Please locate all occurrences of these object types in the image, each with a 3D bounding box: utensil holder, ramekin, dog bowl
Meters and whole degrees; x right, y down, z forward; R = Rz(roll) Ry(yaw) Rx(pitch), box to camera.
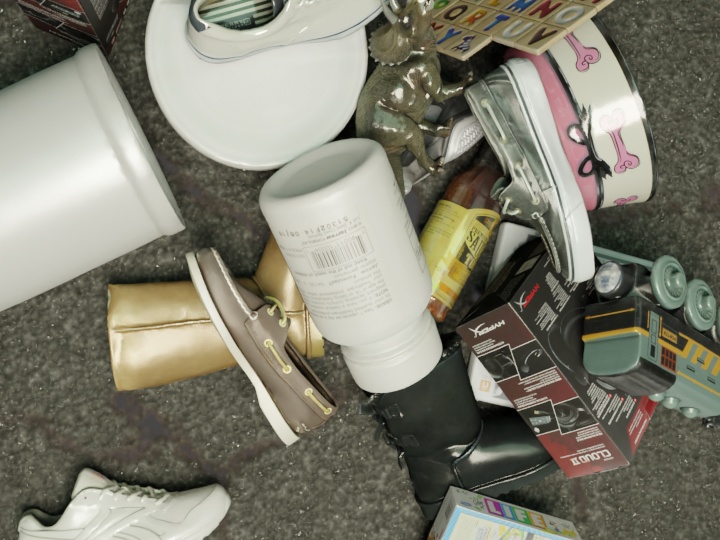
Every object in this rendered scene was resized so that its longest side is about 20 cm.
[{"bbox_3d":[-0.272,-0.068,0.674,0.198,0.170,0.172,-27,95,-8],"label":"utensil holder"},{"bbox_3d":[-0.096,-0.192,0.744,0.199,0.094,0.206,0,91,-11],"label":"ramekin"},{"bbox_3d":[0.200,-0.145,0.758,0.073,0.200,0.203,-23,94,4],"label":"dog bowl"}]

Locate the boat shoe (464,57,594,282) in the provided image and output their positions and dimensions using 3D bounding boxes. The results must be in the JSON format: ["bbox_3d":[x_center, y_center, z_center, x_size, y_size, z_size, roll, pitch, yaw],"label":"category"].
[{"bbox_3d":[0.144,-0.078,0.699,0.070,0.072,0.203,-22,98,3],"label":"boat shoe"}]

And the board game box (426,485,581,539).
[{"bbox_3d":[0.113,0.321,0.783,0.132,0.034,0.203,19,105,-10],"label":"board game box"}]

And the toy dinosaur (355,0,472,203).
[{"bbox_3d":[0.037,-0.147,0.716,0.101,0.077,0.203,16,113,-7],"label":"toy dinosaur"}]

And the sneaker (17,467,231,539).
[{"bbox_3d":[-0.219,0.223,0.731,0.197,0.078,0.101,-18,90,-11],"label":"sneaker"}]

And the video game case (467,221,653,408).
[{"bbox_3d":[0.219,0.063,0.841,0.197,0.023,0.185,14,88,-11],"label":"video game case"}]

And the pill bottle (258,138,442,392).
[{"bbox_3d":[0.000,0.000,0.697,0.113,0.114,0.202,-28,116,-10],"label":"pill bottle"}]

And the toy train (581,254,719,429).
[{"bbox_3d":[0.276,0.066,0.718,0.198,0.085,0.116,27,66,-31],"label":"toy train"}]

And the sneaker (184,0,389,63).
[{"bbox_3d":[-0.050,-0.225,0.668,0.198,0.071,0.074,-26,94,-10],"label":"sneaker"}]

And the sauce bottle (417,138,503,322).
[{"bbox_3d":[0.101,-0.049,0.796,0.065,0.066,0.202,29,87,-9],"label":"sauce bottle"}]

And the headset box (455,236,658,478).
[{"bbox_3d":[0.203,0.080,0.756,0.201,0.077,0.149,52,48,-7],"label":"headset box"}]

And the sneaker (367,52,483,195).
[{"bbox_3d":[0.024,-0.131,0.780,0.199,0.075,0.115,-35,96,-15],"label":"sneaker"}]

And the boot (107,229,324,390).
[{"bbox_3d":[-0.137,0.014,0.752,0.196,0.066,0.178,-6,91,-10],"label":"boot"}]

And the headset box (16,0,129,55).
[{"bbox_3d":[-0.229,-0.284,0.657,0.076,0.200,0.151,20,86,-10],"label":"headset box"}]

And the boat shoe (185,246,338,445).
[{"bbox_3d":[-0.085,0.060,0.705,0.059,0.072,0.202,-28,110,-2],"label":"boat shoe"}]

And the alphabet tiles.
[{"bbox_3d":[0.141,-0.250,0.748,0.166,0.200,0.008,-36,126,-8],"label":"alphabet tiles"}]

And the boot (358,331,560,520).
[{"bbox_3d":[0.106,0.136,0.779,0.196,0.073,0.164,-24,105,1],"label":"boot"}]
